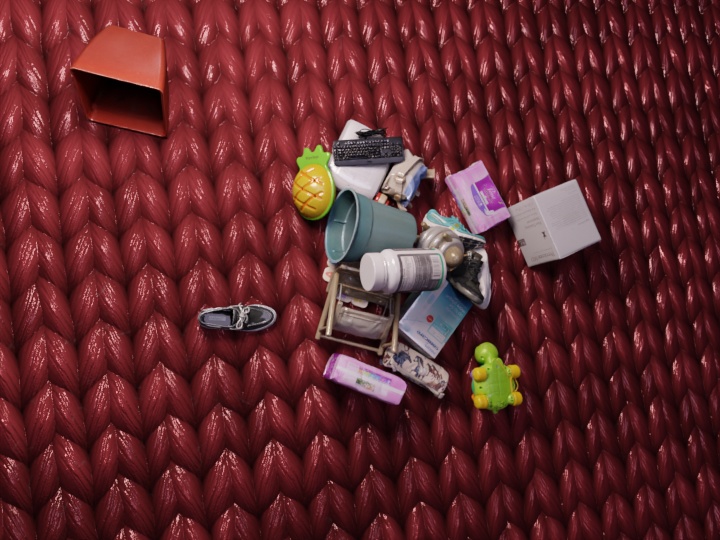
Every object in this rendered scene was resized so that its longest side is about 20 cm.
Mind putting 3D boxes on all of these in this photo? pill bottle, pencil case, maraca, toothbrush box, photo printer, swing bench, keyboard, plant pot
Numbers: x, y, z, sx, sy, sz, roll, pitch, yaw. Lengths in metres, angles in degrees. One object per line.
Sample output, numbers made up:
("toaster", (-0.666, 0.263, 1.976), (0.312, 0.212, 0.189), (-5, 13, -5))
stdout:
("pill bottle", (0.107, 0.000, 1.301), (0.199, 0.113, 0.113), (-2, 83, -23))
("pencil case", (0.154, 0.275, 1.424), (0.200, 0.078, 0.090), (32, 49, -9))
("maraca", (-0.127, -0.237, 1.392), (0.107, 0.137, 0.201), (-2, 90, -59))
("toothbrush box", (0.197, 0.126, 1.454), (0.146, 0.085, 0.200), (42, 76, -8))
("photo printer", (-0.002, -0.305, 1.463), (0.166, 0.069, 0.200), (25, 77, -9))
("swing bench", (0.006, 0.106, 1.371), (0.198, 0.130, 0.201), (17, 74, -15))
("keyboard", (0.020, -0.347, 1.411), (0.199, 0.040, 0.104), (-6, 79, -8))
("plant pot", (0.033, -0.102, 1.374), (0.196, 0.200, 0.201), (10, 80, -25))
("plant pot", (-0.570, -0.481, 1.275), (0.199, 0.200, 0.177), (11, 69, -14))

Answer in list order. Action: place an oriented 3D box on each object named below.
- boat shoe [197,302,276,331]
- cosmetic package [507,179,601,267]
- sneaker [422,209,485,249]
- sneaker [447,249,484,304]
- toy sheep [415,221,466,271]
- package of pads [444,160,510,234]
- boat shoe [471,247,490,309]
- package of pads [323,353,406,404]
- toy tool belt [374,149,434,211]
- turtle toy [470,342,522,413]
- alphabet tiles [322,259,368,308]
("boat shoe", (-0.315, 0.119, 1.321), (0.199, 0.068, 0.074), (6, 82, -15))
("cosmetic package", (0.579, -0.139, 1.553), (0.165, 0.165, 0.200), (-22, 88, -17))
("sneaker", (0.282, -0.123, 1.515), (0.200, 0.078, 0.080), (22, 67, -7))
("sneaker", (0.306, 0.009, 1.431), (0.076, 0.200, 0.114), (34, 106, -28))
("toy sheep", (0.214, -0.065, 1.436), (0.138, 0.200, 0.138), (-15, 123, -25))
("package of pads", (0.354, -0.220, 1.548), (0.120, 0.076, 0.200), (-29, 91, -16))
("boat shoe", (0.352, 0.023, 1.504), (0.069, 0.072, 0.200), (52, 29, -41))
("package of pads", (0.010, 0.286, 1.354), (0.200, 0.120, 0.076), (23, 77, -12))
("toy tool belt", (0.128, -0.235, 1.463), (0.123, 0.125, 0.200), (30, 73, -4))
("turtle toy", (0.375, 0.307, 1.470), (0.145, 0.101, 0.201), (0, 82, -16))
("alphabet tiles", (0.000, 0.000, 1.453), (0.195, 0.015, 0.201), (20, 78, -12))
